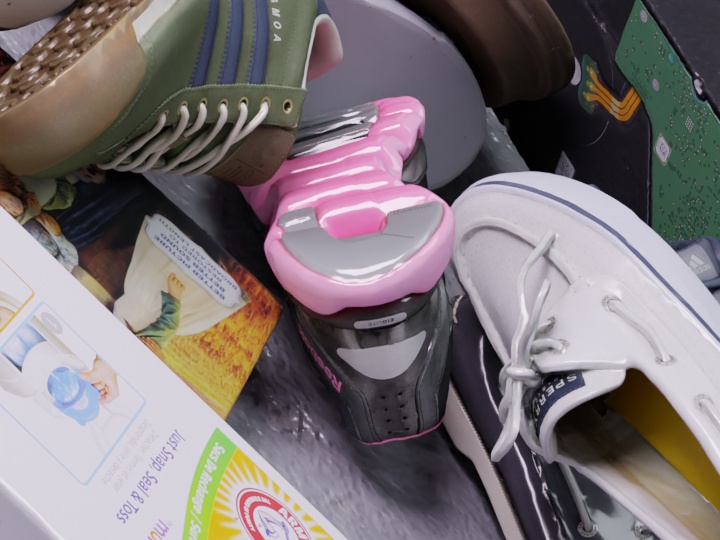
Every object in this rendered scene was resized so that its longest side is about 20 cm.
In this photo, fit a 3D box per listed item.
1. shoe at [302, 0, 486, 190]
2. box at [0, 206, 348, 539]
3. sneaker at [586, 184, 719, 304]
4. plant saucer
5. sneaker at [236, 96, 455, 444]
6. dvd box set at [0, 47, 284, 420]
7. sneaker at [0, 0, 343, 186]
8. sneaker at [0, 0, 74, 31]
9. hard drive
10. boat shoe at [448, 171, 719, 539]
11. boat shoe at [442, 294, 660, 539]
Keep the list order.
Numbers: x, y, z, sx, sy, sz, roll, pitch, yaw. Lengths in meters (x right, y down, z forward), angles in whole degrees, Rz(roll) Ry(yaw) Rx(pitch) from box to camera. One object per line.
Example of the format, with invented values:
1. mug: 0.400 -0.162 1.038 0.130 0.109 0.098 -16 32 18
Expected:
1. shoe: -0.031 -0.109 1.146 0.200 0.071 0.091 33 18 -40
2. box: -0.113 0.057 0.706 0.200 0.112 0.101 44 23 -5
3. sneaker: 0.130 0.035 1.088 0.074 0.081 0.200 -27 41 -34
4. plant saucer: 0.002 -0.132 1.179 0.200 0.029 0.200 37 -10 8
5. sneaker: 0.000 0.000 1.049 0.200 0.079 0.095 -97 172 -68
6. dvd box set: -0.104 0.011 0.894 0.146 0.029 0.200 43 24 -7
7. sneaker: -0.055 -0.064 0.972 0.090 0.067 0.200 56 30 -16
8. sneaker: -0.151 -0.079 0.876 0.199 0.080 0.130 13 34 -44
9. hard drive: 0.116 -0.065 1.185 0.038 0.140 0.200 -11 53 -23
10. boat shoe: 0.078 0.040 0.978 0.086 0.075 0.202 -14 48 -38
11. boat shoe: 0.091 0.084 1.050 0.073 0.063 0.200 10 43 -57
